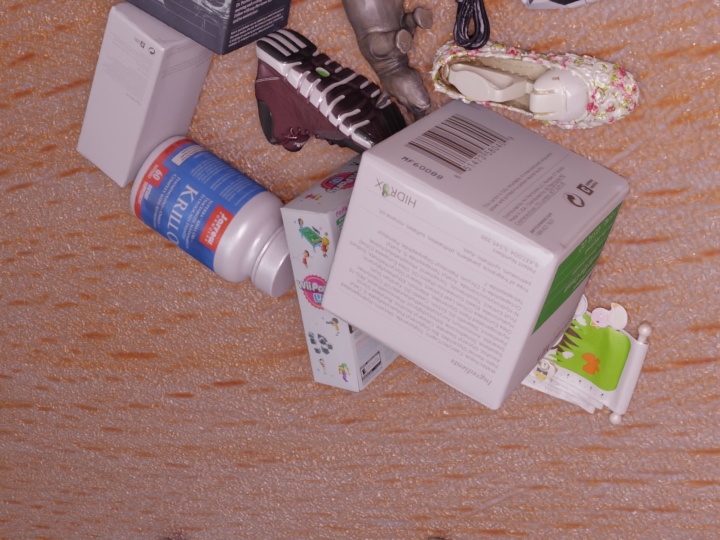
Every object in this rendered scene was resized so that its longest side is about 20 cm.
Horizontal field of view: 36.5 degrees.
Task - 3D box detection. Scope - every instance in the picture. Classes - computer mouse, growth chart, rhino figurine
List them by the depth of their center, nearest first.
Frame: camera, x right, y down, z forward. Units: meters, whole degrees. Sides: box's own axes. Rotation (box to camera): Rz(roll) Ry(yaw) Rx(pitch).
[{"bbox_3d":[0.168,-0.255,0.929,0.198,0.044,0.111,-1,90,35],"label":"computer mouse"},{"bbox_3d":[0.026,-0.228,1.041,0.087,0.059,0.202,10,125,55],"label":"rhino figurine"},{"bbox_3d":[0.199,0.080,1.134,0.198,0.018,0.147,17,124,26],"label":"growth chart"}]

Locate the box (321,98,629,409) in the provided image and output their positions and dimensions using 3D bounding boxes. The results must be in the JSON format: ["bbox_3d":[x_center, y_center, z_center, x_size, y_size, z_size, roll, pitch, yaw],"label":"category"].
[{"bbox_3d":[0.106,-0.023,1.008,0.199,0.199,0.173,30,125,18],"label":"box"}]

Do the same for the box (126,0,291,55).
[{"bbox_3d":[-0.160,-0.353,1.063,0.199,0.124,0.198,31,129,17],"label":"box"}]

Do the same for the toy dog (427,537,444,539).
[{"bbox_3d":[0.121,0.432,1.347,0.131,0.096,0.202,-13,108,40],"label":"toy dog"}]

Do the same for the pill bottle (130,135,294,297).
[{"bbox_3d":[-0.154,-0.058,1.241,0.199,0.112,0.113,33,131,15],"label":"pill bottle"}]

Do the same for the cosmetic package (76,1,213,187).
[{"bbox_3d":[-0.236,-0.204,1.213,0.081,0.113,0.201,38,130,9],"label":"cosmetic package"}]

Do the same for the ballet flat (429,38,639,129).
[{"bbox_3d":[0.150,-0.164,0.991,0.198,0.064,0.077,15,124,28],"label":"ballet flat"}]

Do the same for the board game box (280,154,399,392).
[{"bbox_3d":[0.000,0.000,1.141,0.064,0.147,0.203,9,121,34],"label":"board game box"}]

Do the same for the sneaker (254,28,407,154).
[{"bbox_3d":[-0.037,-0.153,1.136,0.200,0.075,0.116,43,139,20],"label":"sneaker"}]
